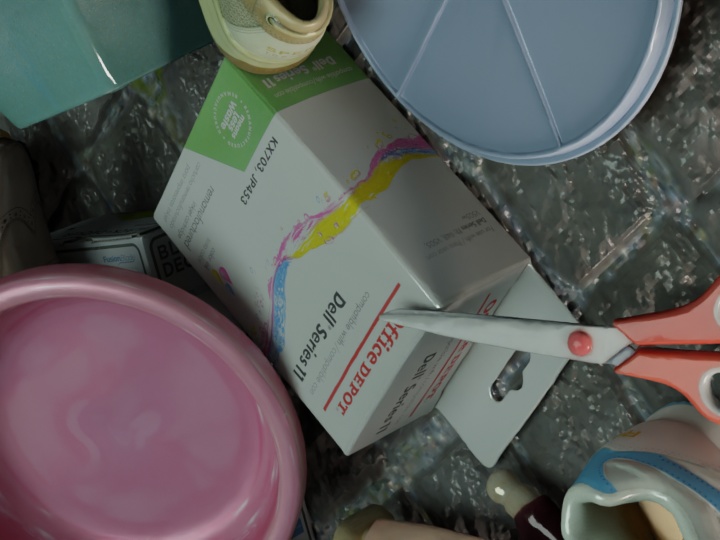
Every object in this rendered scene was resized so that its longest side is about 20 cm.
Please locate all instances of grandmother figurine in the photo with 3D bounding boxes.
[{"bbox_3d":[0.074,0.154,0.925,0.199,0.060,0.123,7,109,42],"label":"grandmother figurine"}]

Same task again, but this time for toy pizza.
[{"bbox_3d":[0.058,-0.143,0.820,0.199,0.032,0.202,24,125,39],"label":"toy pizza"}]

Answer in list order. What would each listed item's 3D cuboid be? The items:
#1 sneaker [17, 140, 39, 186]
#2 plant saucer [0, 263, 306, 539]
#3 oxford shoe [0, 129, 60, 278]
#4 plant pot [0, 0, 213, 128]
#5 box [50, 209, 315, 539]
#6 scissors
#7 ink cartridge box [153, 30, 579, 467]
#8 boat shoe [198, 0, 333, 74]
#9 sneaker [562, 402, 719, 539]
[{"bbox_3d":[-0.226,-0.012,1.070,0.076,0.200,0.112,2,108,16],"label":"sneaker"},{"bbox_3d":[-0.121,0.080,0.975,0.198,0.051,0.202,6,120,9],"label":"plant saucer"},{"bbox_3d":[-0.162,0.022,1.025,0.072,0.071,0.202,4,116,24],"label":"oxford shoe"},{"bbox_3d":[-0.153,-0.183,0.952,0.141,0.141,0.202,-13,106,49],"label":"plant pot"},{"bbox_3d":[-0.103,0.069,1.068,0.116,0.060,0.202,-5,105,48],"label":"box"},{"bbox_3d":[0.103,0.037,0.813,0.198,0.014,0.074,-9,99,23],"label":"scissors"},{"bbox_3d":[0.000,0.000,0.920,0.200,0.067,0.118,49,136,19],"label":"ink cartridge box"},{"bbox_3d":[-0.064,-0.189,0.878,0.203,0.073,0.063,71,160,5],"label":"boat shoe"},{"bbox_3d":[0.164,0.148,0.796,0.200,0.080,0.077,46,134,20],"label":"sneaker"}]
